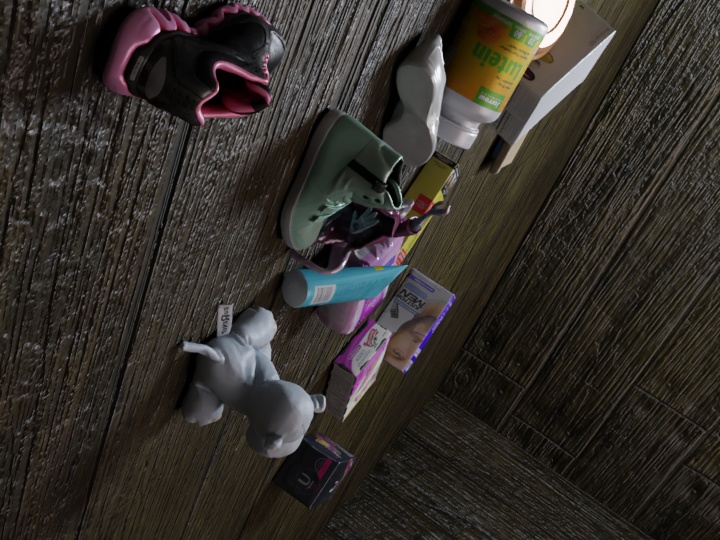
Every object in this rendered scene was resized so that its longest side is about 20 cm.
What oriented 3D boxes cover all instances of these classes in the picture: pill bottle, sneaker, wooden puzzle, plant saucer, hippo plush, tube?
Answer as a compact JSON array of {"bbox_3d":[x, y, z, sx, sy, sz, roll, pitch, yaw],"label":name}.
[{"bbox_3d":[0.165,-0.276,1.316,0.200,0.111,0.111,-61,166,20],"label":"pill bottle"},{"bbox_3d":[-0.098,-0.144,0.699,0.200,0.095,0.079,-36,155,-61],"label":"sneaker"},{"bbox_3d":[0.348,-0.312,2.099,0.185,0.037,0.200,-63,170,24],"label":"wooden puzzle"},{"bbox_3d":[0.083,-0.223,1.252,0.200,0.075,0.089,102,13,-56],"label":"sneaker"},{"bbox_3d":[0.274,-0.413,1.406,0.200,0.032,0.201,-33,134,-41],"label":"plant saucer"},{"bbox_3d":[-0.116,0.139,1.168,0.159,0.161,0.200,-47,164,-36],"label":"hippo plush"},{"bbox_3d":[-0.020,0.021,1.325,0.200,0.051,0.077,-3,151,-47],"label":"tube"},{"bbox_3d":[-0.019,-0.077,1.102,0.074,0.118,0.201,-45,164,-46],"label":"sneaker"}]

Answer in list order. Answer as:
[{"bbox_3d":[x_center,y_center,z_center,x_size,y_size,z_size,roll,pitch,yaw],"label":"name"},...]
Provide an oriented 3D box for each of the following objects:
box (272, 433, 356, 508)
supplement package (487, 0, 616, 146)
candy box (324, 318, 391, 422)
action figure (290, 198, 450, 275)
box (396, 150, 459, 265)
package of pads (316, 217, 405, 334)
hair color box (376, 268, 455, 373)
[{"bbox_3d":[-0.098,0.443,2.103,0.123,0.106,0.200,-57,167,0],"label":"box"},{"bbox_3d":[0.297,-0.335,1.565,0.200,0.111,0.156,-43,171,-21],"label":"supplement package"},{"bbox_3d":[-0.010,0.210,1.966,0.136,0.061,0.200,-49,166,-34],"label":"candy box"},{"bbox_3d":[0.021,-0.059,1.261,0.149,0.134,0.200,-60,164,17],"label":"action figure"},{"bbox_3d":[0.095,-0.103,1.616,0.200,0.050,0.075,-56,168,-4],"label":"box"},{"bbox_3d":[0.000,0.000,1.459,0.120,0.076,0.200,-44,162,-34],"label":"package of pads"},{"bbox_3d":[0.105,0.109,2.040,0.200,0.109,0.065,-56,167,-3],"label":"hair color box"}]
